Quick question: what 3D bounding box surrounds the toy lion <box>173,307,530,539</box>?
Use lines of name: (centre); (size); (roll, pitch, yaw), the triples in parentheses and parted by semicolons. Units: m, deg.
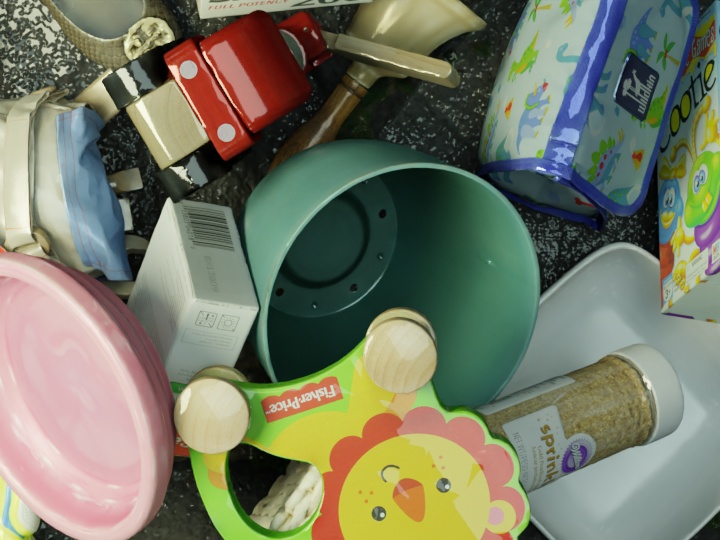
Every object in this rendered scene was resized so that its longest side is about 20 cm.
toy lion: (0.001, 0.134, 1.432); (0.198, 0.069, 0.193); (-17, 95, 2)

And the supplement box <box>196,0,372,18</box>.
supplement box: (-0.066, -0.278, 1.574); (0.125, 0.074, 0.201); (-6, 58, -9)

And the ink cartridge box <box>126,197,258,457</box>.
ink cartridge box: (-0.130, 0.063, 1.536); (0.050, 0.109, 0.201); (9, 126, -22)

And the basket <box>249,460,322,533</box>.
basket: (-0.027, 0.241, 1.543); (0.161, 0.200, 0.199); (40, 83, -3)

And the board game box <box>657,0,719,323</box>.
board game box: (0.277, -0.072, 1.610); (0.104, 0.103, 0.202); (9, 66, -16)

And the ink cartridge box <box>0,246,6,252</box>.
ink cartridge box: (-0.328, 0.035, 1.532); (0.160, 0.047, 0.200); (44, 116, -4)

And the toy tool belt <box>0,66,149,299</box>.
toy tool belt: (-0.195, -0.031, 1.565); (0.122, 0.125, 0.202); (-14, 91, -1)

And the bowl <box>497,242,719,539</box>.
bowl: (0.180, 0.102, 1.642); (0.200, 0.075, 0.200); (-44, 95, -7)

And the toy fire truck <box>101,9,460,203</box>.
toy fire truck: (-0.049, -0.128, 1.526); (0.199, 0.176, 0.129); (-31, 95, 8)

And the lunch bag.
lunch bag: (0.156, -0.130, 1.576); (0.126, 0.200, 0.171); (17, 85, 6)

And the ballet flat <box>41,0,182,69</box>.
ballet flat: (-0.203, -0.211, 1.605); (0.067, 0.046, 0.200); (-45, 97, -9)

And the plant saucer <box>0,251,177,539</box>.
plant saucer: (-0.186, 0.076, 1.457); (0.051, 0.200, 0.202); (-30, 93, -39)

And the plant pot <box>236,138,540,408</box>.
plant pot: (0.000, 0.000, 1.556); (0.199, 0.161, 0.202); (-8, 112, -20)

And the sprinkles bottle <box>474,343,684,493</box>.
sprinkles bottle: (0.124, 0.110, 1.531); (0.199, 0.068, 0.069); (-19, 91, -30)

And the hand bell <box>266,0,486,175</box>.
hand bell: (-0.010, -0.127, 1.625); (0.104, 0.104, 0.201); (37, 95, -6)

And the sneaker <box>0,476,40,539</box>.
sneaker: (-0.271, 0.190, 1.569); (0.104, 0.076, 0.202); (-8, 90, -8)
